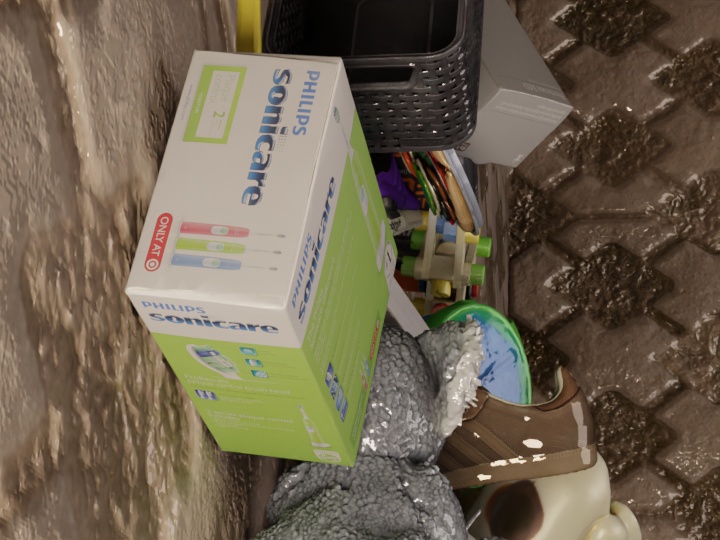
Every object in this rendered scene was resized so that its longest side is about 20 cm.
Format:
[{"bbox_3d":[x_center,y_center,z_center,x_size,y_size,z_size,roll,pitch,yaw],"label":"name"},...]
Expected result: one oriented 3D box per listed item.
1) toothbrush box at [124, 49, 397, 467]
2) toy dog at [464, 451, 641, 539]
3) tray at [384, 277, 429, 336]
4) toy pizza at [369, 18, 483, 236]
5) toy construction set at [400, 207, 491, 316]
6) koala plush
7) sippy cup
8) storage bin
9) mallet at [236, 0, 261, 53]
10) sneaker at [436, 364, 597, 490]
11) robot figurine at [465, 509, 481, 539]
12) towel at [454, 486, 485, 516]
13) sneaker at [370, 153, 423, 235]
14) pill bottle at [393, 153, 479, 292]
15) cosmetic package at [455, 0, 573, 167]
[{"bbox_3d":[-0.044,-0.001,0.821,0.200,0.086,0.146,73,25,-60],"label":"toothbrush box"},{"bbox_3d":[0.127,0.238,1.257,0.200,0.139,0.194,-39,155,-22],"label":"toy dog"},{"bbox_3d":[0.000,0.000,1.046,0.200,0.022,0.107,56,9,10],"label":"tray"},{"bbox_3d":[0.039,-0.112,1.204,0.201,0.032,0.200,62,-1,1],"label":"toy pizza"},{"bbox_3d":[0.065,0.042,1.342,0.131,0.092,0.201,-40,150,-81],"label":"toy construction set"},{"bbox_3d":[0.007,0.124,0.931,0.184,0.176,0.201,34,59,-66],"label":"koala plush"},{"bbox_3d":[0.041,0.095,1.166,0.177,0.130,0.141,9,79,-47],"label":"sippy cup"},{"bbox_3d":[0.016,-0.187,1.078,0.094,0.134,0.201,77,16,-52],"label":"storage bin"},{"bbox_3d":[-0.055,-0.127,0.870,0.041,0.065,0.201,-69,157,-60],"label":"mallet"},{"bbox_3d":[0.062,0.115,1.051,0.070,0.199,0.076,118,-36,-82],"label":"sneaker"},{"bbox_3d":[0.029,0.260,1.086,0.169,0.113,0.201,14,99,-63],"label":"robot figurine"},{"bbox_3d":[0.057,0.248,1.320,0.201,0.023,0.144,-58,150,-10],"label":"towel"},{"bbox_3d":[0.007,-0.079,1.227,0.200,0.069,0.100,-37,120,-81],"label":"sneaker"},{"bbox_3d":[0.058,-0.083,1.418,0.106,0.106,0.201,-68,155,-66],"label":"pill bottle"},{"bbox_3d":[0.083,-0.191,1.299,0.106,0.090,0.201,4,47,-47],"label":"cosmetic package"}]
